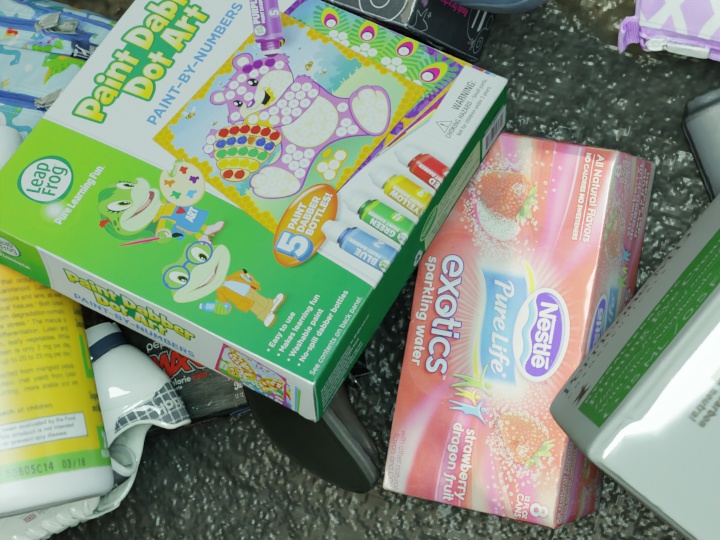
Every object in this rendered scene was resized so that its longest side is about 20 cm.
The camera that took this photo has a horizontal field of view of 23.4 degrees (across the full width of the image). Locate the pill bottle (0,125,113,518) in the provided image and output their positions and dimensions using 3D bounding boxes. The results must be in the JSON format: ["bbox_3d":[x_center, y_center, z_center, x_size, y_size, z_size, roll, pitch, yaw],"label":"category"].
[{"bbox_3d":[-0.202,0.030,0.918,0.111,0.111,0.200,-14,83,22],"label":"pill bottle"}]

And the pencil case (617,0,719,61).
[{"bbox_3d":[0.234,-0.128,0.889,0.200,0.084,0.086,17,60,23],"label":"pencil case"}]

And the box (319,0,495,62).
[{"bbox_3d":[-0.022,-0.204,0.970,0.200,0.132,0.115,21,96,21],"label":"box"}]

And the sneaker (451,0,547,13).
[{"bbox_3d":[0.008,-0.190,0.845,0.200,0.082,0.070,33,99,15],"label":"sneaker"}]

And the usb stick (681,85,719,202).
[{"bbox_3d":[0.227,-0.005,0.919,0.055,0.033,0.200,-24,80,21],"label":"usb stick"}]

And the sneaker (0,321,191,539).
[{"bbox_3d":[-0.184,0.123,1.001,0.080,0.076,0.200,44,107,8],"label":"sneaker"}]

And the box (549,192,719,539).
[{"bbox_3d":[0.228,0.059,0.801,0.200,0.171,0.199,39,91,0],"label":"box"}]

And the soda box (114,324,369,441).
[{"bbox_3d":[-0.100,0.056,1.037,0.200,0.063,0.071,-17,83,21],"label":"soda box"}]

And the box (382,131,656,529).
[{"bbox_3d":[0.088,0.029,0.942,0.102,0.095,0.200,11,93,21],"label":"box"}]

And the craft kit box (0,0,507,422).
[{"bbox_3d":[-0.057,-0.052,0.870,0.197,0.049,0.200,23,62,18],"label":"craft kit box"}]

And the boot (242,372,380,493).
[{"bbox_3d":[0.000,0.000,0.955,0.200,0.174,0.069,59,149,-7],"label":"boot"}]

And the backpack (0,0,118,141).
[{"bbox_3d":[-0.157,-0.087,1.024,0.200,0.163,0.154,-1,80,29],"label":"backpack"}]
